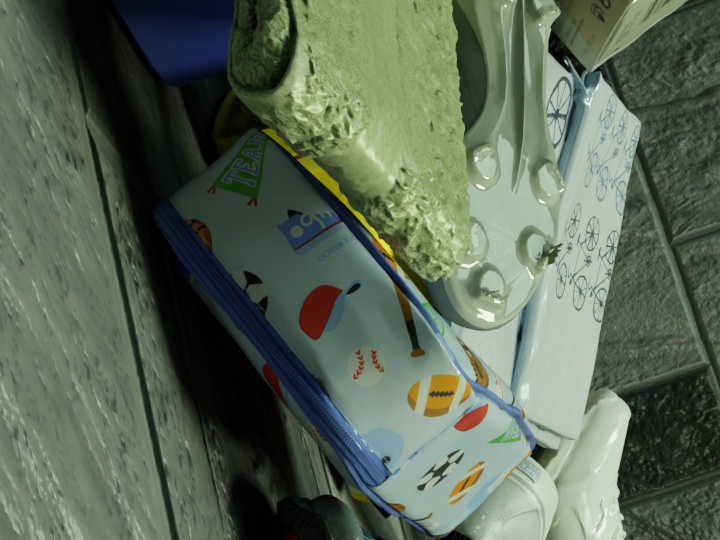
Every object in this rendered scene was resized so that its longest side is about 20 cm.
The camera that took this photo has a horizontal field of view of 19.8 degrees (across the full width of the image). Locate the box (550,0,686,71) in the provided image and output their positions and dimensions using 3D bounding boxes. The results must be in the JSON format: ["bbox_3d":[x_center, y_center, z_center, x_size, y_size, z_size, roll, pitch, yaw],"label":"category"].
[{"bbox_3d":[0.090,-0.209,1.018,0.200,0.095,0.078,49,-19,9],"label":"box"}]

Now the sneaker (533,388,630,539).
[{"bbox_3d":[0.131,0.166,1.197,0.078,0.099,0.201,-43,152,-69],"label":"sneaker"}]

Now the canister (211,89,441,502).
[{"bbox_3d":[0.000,0.000,1.049,0.149,0.086,0.201,-86,158,-73],"label":"canister"}]

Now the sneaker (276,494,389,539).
[{"bbox_3d":[0.027,0.136,0.861,0.200,0.095,0.080,59,13,-58],"label":"sneaker"}]

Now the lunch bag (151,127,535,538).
[{"bbox_3d":[-0.007,0.028,0.863,0.160,0.076,0.200,48,-3,20],"label":"lunch bag"}]

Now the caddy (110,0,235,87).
[{"bbox_3d":[-0.066,-0.175,0.904,0.200,0.104,0.142,61,14,-55],"label":"caddy"}]

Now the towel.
[{"bbox_3d":[-0.005,-0.104,0.814,0.148,0.036,0.201,45,30,-43],"label":"towel"}]

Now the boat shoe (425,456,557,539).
[{"bbox_3d":[0.056,0.172,1.097,0.072,0.070,0.201,-47,155,-33],"label":"boat shoe"}]

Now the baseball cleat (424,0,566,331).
[{"bbox_3d":[0.041,-0.056,0.916,0.070,0.106,0.201,28,57,-32],"label":"baseball cleat"}]

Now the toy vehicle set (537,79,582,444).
[{"bbox_3d":[0.109,-0.007,1.181,0.124,0.026,0.201,-17,115,-81],"label":"toy vehicle set"}]

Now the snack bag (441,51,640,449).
[{"bbox_3d":[0.094,-0.014,1.047,0.200,0.021,0.190,31,71,-64],"label":"snack bag"}]

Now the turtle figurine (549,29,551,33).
[{"bbox_3d":[0.056,-0.129,1.119,0.201,0.100,0.150,-91,167,-50],"label":"turtle figurine"}]
